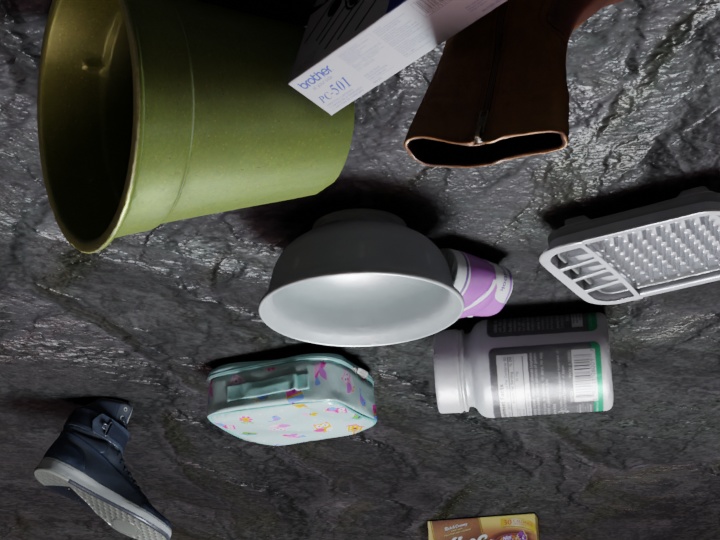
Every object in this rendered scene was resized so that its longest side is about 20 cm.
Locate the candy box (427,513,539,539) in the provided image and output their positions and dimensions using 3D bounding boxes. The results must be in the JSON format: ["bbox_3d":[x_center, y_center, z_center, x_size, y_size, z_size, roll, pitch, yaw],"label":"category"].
[{"bbox_3d":[0.221,0.503,2.607,0.198,0.118,0.057,-5,157,12],"label":"candy box"}]

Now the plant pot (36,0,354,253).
[{"bbox_3d":[-0.111,-0.115,1.050,0.188,0.202,0.200,-1,161,-30],"label":"plant pot"}]

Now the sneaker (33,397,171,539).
[{"bbox_3d":[-0.313,0.259,1.934,0.202,0.147,0.077,37,141,-15],"label":"sneaker"}]

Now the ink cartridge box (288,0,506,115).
[{"bbox_3d":[0.035,-0.187,0.962,0.044,0.095,0.199,33,143,-26],"label":"ink cartridge box"}]

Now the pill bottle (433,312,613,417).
[{"bbox_3d":[0.186,0.110,1.666,0.198,0.114,0.113,-4,157,8],"label":"pill bottle"}]

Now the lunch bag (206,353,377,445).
[{"bbox_3d":[-0.084,0.157,1.813,0.198,0.078,0.160,-11,154,23],"label":"lunch bag"}]

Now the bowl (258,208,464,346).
[{"bbox_3d":[0.000,0.000,1.423,0.199,0.091,0.201,-1,157,-1],"label":"bowl"}]

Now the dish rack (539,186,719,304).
[{"bbox_3d":[0.290,-0.026,1.436,0.198,0.044,0.171,-14,154,28],"label":"dish rack"}]

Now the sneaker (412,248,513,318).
[{"bbox_3d":[0.079,0.039,1.550,0.113,0.073,0.200,9,159,-39],"label":"sneaker"}]

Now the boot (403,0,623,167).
[{"bbox_3d":[0.130,-0.153,0.920,0.186,0.201,0.069,-3,132,19],"label":"boot"}]
